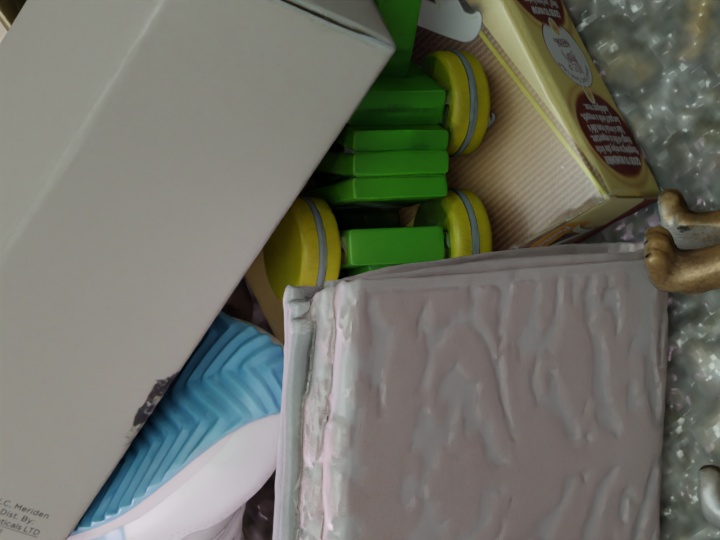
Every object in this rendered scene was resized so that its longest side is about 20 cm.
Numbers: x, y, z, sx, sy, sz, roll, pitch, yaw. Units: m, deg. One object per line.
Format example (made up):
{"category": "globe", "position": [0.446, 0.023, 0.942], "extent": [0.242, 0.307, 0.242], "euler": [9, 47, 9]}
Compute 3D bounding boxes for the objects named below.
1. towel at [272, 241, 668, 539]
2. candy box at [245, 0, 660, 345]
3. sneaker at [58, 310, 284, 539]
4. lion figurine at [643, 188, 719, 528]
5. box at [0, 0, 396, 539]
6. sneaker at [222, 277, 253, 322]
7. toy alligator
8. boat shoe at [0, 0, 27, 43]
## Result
{"category": "towel", "position": [0.031, 0.094, 0.804], "extent": [0.032, 0.191, 0.201], "euler": [6, 95, 32]}
{"category": "candy box", "position": [-0.008, -0.082, 0.892], "extent": [0.115, 0.055, 0.200], "euler": [-31, 79, 22]}
{"category": "sneaker", "position": [-0.064, 0.076, 0.875], "extent": [0.200, 0.081, 0.077], "euler": [-43, 31, 47]}
{"category": "lion figurine", "position": [0.149, 0.028, 0.830], "extent": [0.122, 0.072, 0.201], "euler": [-6, 102, 15]}
{"category": "box", "position": [-0.077, -0.013, 0.797], "extent": [0.200, 0.068, 0.082], "euler": [-54, 31, 22]}
{"category": "sneaker", "position": [-0.136, 0.022, 0.913], "extent": [0.199, 0.071, 0.076], "euler": [-18, 58, -14]}
{"category": "toy alligator", "position": [0.000, 0.000, 0.836], "extent": [0.054, 0.059, 0.201], "euler": [-172, 81, -65]}
{"category": "boat shoe", "position": [-0.119, -0.096, 0.868], "extent": [0.200, 0.074, 0.066], "euler": [50, 136, -4]}
